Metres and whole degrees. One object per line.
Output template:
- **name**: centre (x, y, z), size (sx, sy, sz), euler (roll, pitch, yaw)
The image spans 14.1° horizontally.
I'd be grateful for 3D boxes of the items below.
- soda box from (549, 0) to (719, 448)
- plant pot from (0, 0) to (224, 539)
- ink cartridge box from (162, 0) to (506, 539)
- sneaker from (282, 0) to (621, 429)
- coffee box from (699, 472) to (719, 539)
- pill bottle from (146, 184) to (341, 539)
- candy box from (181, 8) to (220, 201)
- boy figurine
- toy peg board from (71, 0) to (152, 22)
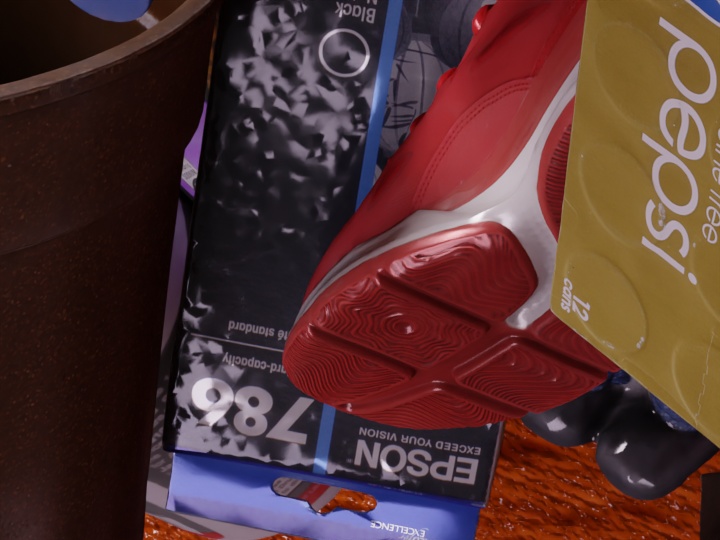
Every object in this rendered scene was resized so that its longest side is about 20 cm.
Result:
- **soda box**: centre (0.089, -0.054, 0.567), size (0.068, 0.064, 0.201), euler (40, 148, 30)
- **plant pot**: centre (-0.132, -0.004, 0.787), size (0.199, 0.200, 0.199), euler (21, 125, 27)
- **ink cartridge box**: centre (0.000, 0.000, 0.822), size (0.099, 0.039, 0.201), euler (9, 116, 2)
- **sneaker**: centre (0.050, -0.044, 0.744), size (0.078, 0.116, 0.200), euler (24, 141, -25)
- **coffee box**: centre (0.183, 0.155, 0.973), size (0.113, 0.080, 0.201), euler (-6, 137, 15)
- **pill bottle**: centre (-0.085, 0.016, 0.999), size (0.113, 0.115, 0.200), euler (15, 171, 34)
- **candy box**: centre (-0.053, -0.115, 0.882), size (0.200, 0.072, 0.168), euler (44, 151, -13)
- **boy figurine**: centre (0.092, -0.007, 0.889), size (0.124, 0.064, 0.200), euler (35, 155, 21)
- **toy peg board**: centre (-0.060, -0.128, 0.570), size (0.199, 0.098, 0.200), euler (40, 144, -20)
